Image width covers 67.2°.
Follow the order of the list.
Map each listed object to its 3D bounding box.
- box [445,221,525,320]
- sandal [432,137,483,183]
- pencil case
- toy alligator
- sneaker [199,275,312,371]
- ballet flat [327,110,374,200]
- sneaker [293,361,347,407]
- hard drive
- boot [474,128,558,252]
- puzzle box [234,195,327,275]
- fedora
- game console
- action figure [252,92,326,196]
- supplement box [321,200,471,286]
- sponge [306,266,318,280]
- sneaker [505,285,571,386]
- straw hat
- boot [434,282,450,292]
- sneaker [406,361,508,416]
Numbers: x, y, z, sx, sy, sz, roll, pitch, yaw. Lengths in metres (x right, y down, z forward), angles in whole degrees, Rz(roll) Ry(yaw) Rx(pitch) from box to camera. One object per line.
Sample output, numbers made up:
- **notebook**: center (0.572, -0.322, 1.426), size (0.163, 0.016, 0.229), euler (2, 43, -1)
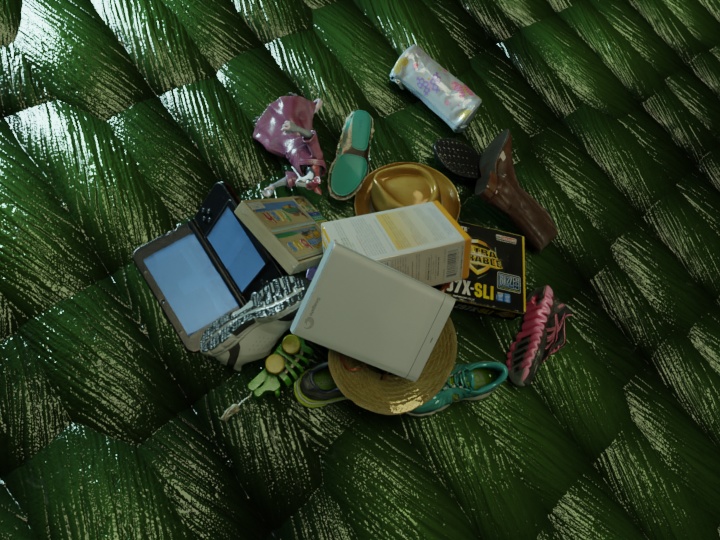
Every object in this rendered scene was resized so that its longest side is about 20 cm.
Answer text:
- **box**: center (0.208, -0.005, 1.010), size (0.197, 0.049, 0.162), euler (12, 68, -11)
- **sandal**: center (0.224, -0.205, 1.100), size (0.198, 0.048, 0.077), euler (17, 66, -23)
- **pencil case**: center (0.156, -0.376, 1.123), size (0.199, 0.083, 0.091), euler (39, 58, 1)
- **toy alligator**: center (-0.129, 0.165, 0.836), size (0.054, 0.059, 0.201), euler (36, 64, 7)
- **sneaker**: center (-0.141, 0.080, 0.811), size (0.198, 0.080, 0.074), euler (-30, 37, 13)
- **ballet flat**: center (-0.016, -0.208, 1.018), size (0.075, 0.064, 0.203), euler (19, 67, -6)
- **sneaker**: center (-0.006, 0.168, 0.861), size (0.197, 0.081, 0.075), euler (-14, 73, -20)
- **hard drive**: center (0.020, 0.060, 0.741), size (0.198, 0.027, 0.133), euler (24, 96, -20)
- **boot**: center (0.323, -0.157, 1.078), size (0.199, 0.064, 0.188), euler (34, 62, -19)
- **puzzle box**: center (-0.103, -0.064, 0.885), size (0.133, 0.025, 0.200), euler (47, 23, 8)
- **fedora**: center (0.082, -0.133, 0.975), size (0.197, 0.082, 0.204), euler (-3, 65, 6)
- **game console**: center (-0.239, -0.007, 0.850), size (0.118, 0.172, 0.201), euler (-24, 75, -50)
- **action figure**: center (-0.111, -0.212, 0.978), size (0.148, 0.134, 0.201), euler (-8, 59, -47)
- **supplement box**: center (0.051, -0.030, 0.816), size (0.197, 0.074, 0.127), euler (-12, 37, -12)
- **sponge**: center (-0.005, 0.062, 0.931), size (0.197, 0.030, 0.113), euler (16, 64, -8)
- **sneaker**: center (0.333, 0.129, 0.983), size (0.095, 0.079, 0.202), euler (34, 65, -13)
- **straw hat**: center (0.039, 0.109, 0.819), size (0.198, 0.085, 0.205), euler (-4, 104, -16)
- **boot**: center (0.125, 0.011, 0.889), size (0.075, 0.107, 0.200), euler (49, 60, -6)
- **sneaker**: center (0.154, 0.185, 0.900), size (0.197, 0.080, 0.079), euler (-12, 72, -19)
